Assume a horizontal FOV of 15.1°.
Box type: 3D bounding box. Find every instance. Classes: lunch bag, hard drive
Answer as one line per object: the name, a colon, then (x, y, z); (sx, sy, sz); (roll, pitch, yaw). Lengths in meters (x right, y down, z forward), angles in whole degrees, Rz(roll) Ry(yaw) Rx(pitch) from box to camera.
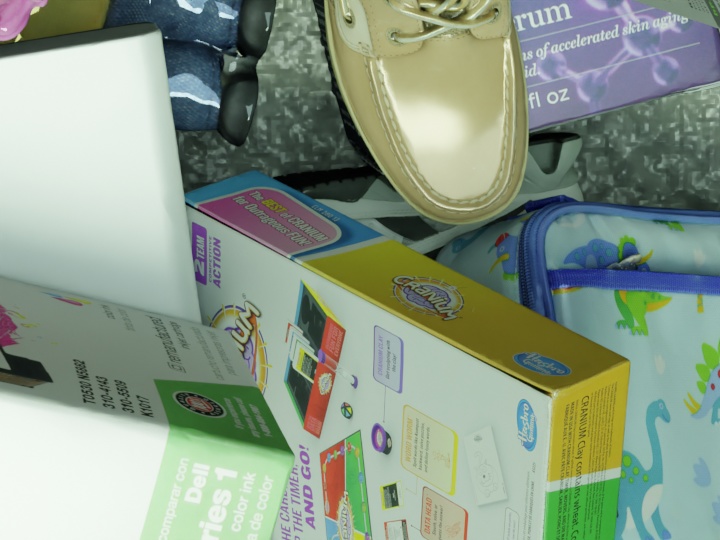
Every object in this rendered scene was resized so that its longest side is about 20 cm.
lunch bag: (0.121, 0.051, 1.096); (0.200, 0.082, 0.161); (6, 74, -41)
hard drive: (-0.128, 0.015, 1.030); (0.132, 0.026, 0.201); (-10, 108, -10)

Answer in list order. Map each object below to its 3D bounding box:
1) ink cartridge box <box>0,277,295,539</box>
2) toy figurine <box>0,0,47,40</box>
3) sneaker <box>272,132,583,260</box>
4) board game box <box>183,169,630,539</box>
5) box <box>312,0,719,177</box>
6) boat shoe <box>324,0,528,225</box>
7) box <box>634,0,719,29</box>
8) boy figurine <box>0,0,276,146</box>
ink cartridge box: (-0.139, 0.056, 0.949); (0.200, 0.145, 0.084); (14, 103, -16)
toy figurine: (-0.139, -0.148, 0.947); (0.200, 0.150, 0.184); (22, 121, -18)
sneaker: (0.000, 0.000, 1.124); (0.199, 0.074, 0.089); (-8, 98, -7)
board game box: (0.009, 0.067, 1.025); (0.040, 0.200, 0.153); (-22, 126, -38)
box: (0.047, -0.156, 1.091); (0.148, 0.104, 0.200); (-16, 102, -5)
boat shoe: (0.019, -0.110, 1.008); (0.071, 0.065, 0.200); (-16, 101, -5)
box: (0.093, -0.161, 0.940); (0.041, 0.200, 0.156); (-31, 102, -3)
boy figurine: (-0.137, -0.097, 1.092); (0.199, 0.064, 0.125); (9, 98, -9)
